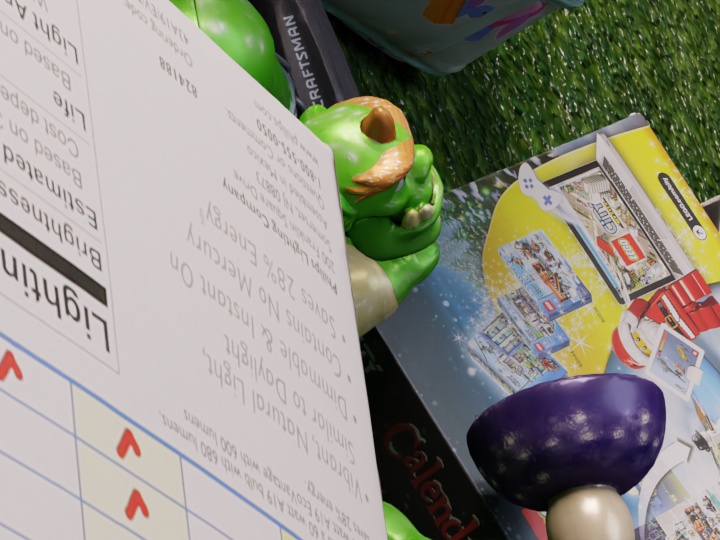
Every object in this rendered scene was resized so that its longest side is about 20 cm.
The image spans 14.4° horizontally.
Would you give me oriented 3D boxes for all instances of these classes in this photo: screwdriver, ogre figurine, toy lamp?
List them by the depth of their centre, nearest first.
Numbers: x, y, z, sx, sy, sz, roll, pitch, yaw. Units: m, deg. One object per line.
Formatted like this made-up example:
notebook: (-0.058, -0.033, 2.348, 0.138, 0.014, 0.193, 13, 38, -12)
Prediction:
ogre figurine: (-0.025, 0.009, 0.681, 0.120, 0.098, 0.200, 67, 28, -53)
toy lamp: (0.073, 0.127, 0.691, 0.058, 0.058, 0.201, 31, 43, -56)
screwdriver: (0.000, 0.000, 0.832, 0.029, 0.028, 0.201, -3, 68, -35)

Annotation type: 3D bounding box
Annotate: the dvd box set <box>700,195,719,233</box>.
dvd box set: (0.179, 0.084, 1.152, 0.200, 0.029, 0.146, 57, 23, -20)

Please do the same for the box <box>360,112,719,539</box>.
box: (0.079, 0.063, 0.804, 0.136, 0.038, 0.200, -22, 75, -40)

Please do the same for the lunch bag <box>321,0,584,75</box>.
lunch bag: (-0.004, -0.166, 0.922, 0.200, 0.077, 0.161, 31, 41, -56)

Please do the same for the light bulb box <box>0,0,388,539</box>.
light bulb box: (-0.090, 0.038, 0.446, 0.198, 0.125, 0.200, 40, 34, -49)
